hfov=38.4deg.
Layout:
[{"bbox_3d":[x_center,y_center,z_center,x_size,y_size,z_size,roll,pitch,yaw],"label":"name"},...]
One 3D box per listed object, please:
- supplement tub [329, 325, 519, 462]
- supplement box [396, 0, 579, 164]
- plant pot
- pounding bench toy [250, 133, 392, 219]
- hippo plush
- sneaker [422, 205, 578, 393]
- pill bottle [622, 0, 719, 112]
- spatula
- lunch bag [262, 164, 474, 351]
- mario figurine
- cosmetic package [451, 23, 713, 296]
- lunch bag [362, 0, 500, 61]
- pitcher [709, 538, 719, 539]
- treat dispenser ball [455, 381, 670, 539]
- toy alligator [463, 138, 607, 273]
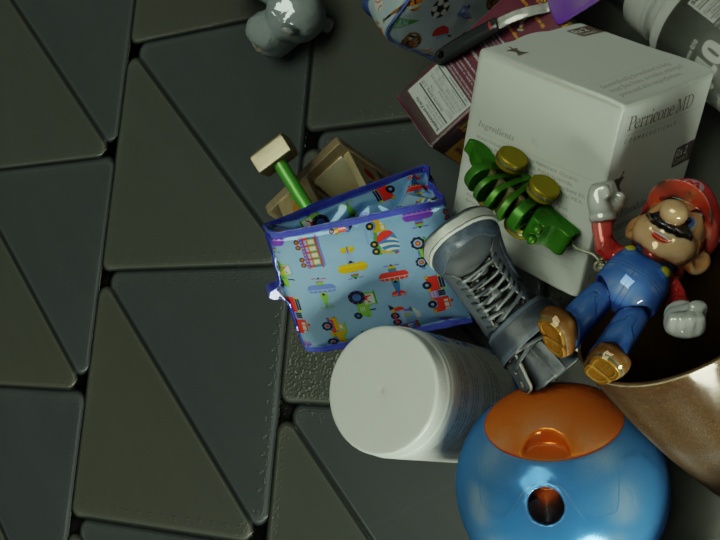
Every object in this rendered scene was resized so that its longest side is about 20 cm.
[{"bbox_3d":[0.075,0.133,1.074,0.132,0.200,0.132,-8,75,31],"label":"supplement tub"},{"bbox_3d":[0.157,-0.215,1.153,0.200,0.110,0.086,-41,60,20],"label":"supplement box"},{"bbox_3d":[0.321,0.110,0.912,0.187,0.200,0.187,-30,20,12],"label":"plant pot"},{"bbox_3d":[-0.030,-0.052,1.168,0.124,0.200,0.156,-41,46,19],"label":"pounding bench toy"},{"bbox_3d":[-0.097,-0.375,1.364,0.200,0.159,0.161,-27,96,42],"label":"hippo plush"},{"bbox_3d":[0.133,0.030,0.932,0.077,0.202,0.146,-37,65,4],"label":"sneaker"},{"bbox_3d":[0.361,-0.227,1.020,0.114,0.114,0.200,-49,58,15],"label":"pill bottle"},{"bbox_3d":[0.160,-0.263,1.082,0.200,0.021,0.057,-21,70,29],"label":"spatula"},{"bbox_3d":[0.000,0.000,1.071,0.200,0.151,0.094,-17,29,0],"label":"lunch bag"},{"bbox_3d":[0.234,-0.010,0.861,0.200,0.123,0.106,-49,14,-22],"label":"mario figurine"},{"bbox_3d":[0.213,-0.115,1.017,0.165,0.165,0.200,31,129,34],"label":"cosmetic package"},{"bbox_3d":[0.112,-0.314,1.155,0.160,0.200,0.076,-53,54,28],"label":"lunch bag"},{"bbox_3d":[0.337,0.304,0.913,0.171,0.121,0.200,32,125,-8],"label":"pitcher"},{"bbox_3d":[0.191,0.206,0.981,0.201,0.201,0.201,-8,75,32],"label":"treat dispenser ball"},{"bbox_3d":[0.154,-0.049,0.943,0.200,0.054,0.059,47,136,21],"label":"toy alligator"}]
